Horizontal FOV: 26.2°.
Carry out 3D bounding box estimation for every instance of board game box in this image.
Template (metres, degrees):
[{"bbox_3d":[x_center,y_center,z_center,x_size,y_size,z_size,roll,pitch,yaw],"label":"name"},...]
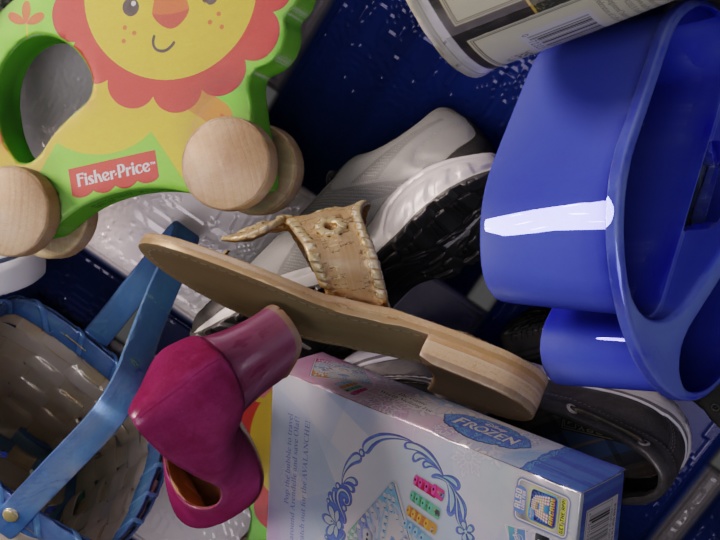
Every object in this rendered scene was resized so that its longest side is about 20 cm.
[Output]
[{"bbox_3d":[0.033,0.165,0.779,0.198,0.043,0.202,18,112,39],"label":"board game box"}]

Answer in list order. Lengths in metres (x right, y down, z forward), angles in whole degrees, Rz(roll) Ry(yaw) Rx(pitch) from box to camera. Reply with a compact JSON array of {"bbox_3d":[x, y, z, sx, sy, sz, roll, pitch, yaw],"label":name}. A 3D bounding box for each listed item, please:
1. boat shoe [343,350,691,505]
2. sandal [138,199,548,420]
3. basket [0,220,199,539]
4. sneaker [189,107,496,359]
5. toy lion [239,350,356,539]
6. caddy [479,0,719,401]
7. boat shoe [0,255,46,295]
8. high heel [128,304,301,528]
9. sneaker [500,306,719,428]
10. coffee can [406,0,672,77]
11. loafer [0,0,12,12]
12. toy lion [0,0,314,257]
[{"bbox_3d":[0.070,0.086,0.806,0.198,0.066,0.071,11,114,14],"label":"boat shoe"},{"bbox_3d":[0.000,0.002,0.764,0.210,0.078,0.070,22,74,9],"label":"sandal"},{"bbox_3d":[-0.164,0.078,0.853,0.139,0.177,0.200,34,121,-11],"label":"basket"},{"bbox_3d":[-0.007,-0.013,0.839,0.199,0.080,0.074,-33,140,11],"label":"sneaker"},{"bbox_3d":[0.006,0.127,0.891,0.198,0.069,0.194,18,102,6],"label":"toy lion"},{"bbox_3d":[0.141,-0.034,0.732,0.104,0.201,0.142,-3,140,36],"label":"caddy"},{"bbox_3d":[-0.278,-0.019,0.896,0.198,0.072,0.063,2,109,14],"label":"boat shoe"},{"bbox_3d":[-0.095,0.092,0.786,0.067,0.096,0.201,46,144,20],"label":"high heel"},{"bbox_3d":[0.182,0.050,0.824,0.198,0.060,0.105,-17,103,16],"label":"sneaker"},{"bbox_3d":[0.114,-0.183,0.645,0.198,0.146,0.148,-18,102,22],"label":"coffee can"},{"bbox_3d":[-0.253,-0.133,0.856,0.200,0.070,0.070,-44,78,11],"label":"loafer"},{"bbox_3d":[-0.117,-0.117,0.817,0.198,0.069,0.194,-11,86,15],"label":"toy lion"}]
